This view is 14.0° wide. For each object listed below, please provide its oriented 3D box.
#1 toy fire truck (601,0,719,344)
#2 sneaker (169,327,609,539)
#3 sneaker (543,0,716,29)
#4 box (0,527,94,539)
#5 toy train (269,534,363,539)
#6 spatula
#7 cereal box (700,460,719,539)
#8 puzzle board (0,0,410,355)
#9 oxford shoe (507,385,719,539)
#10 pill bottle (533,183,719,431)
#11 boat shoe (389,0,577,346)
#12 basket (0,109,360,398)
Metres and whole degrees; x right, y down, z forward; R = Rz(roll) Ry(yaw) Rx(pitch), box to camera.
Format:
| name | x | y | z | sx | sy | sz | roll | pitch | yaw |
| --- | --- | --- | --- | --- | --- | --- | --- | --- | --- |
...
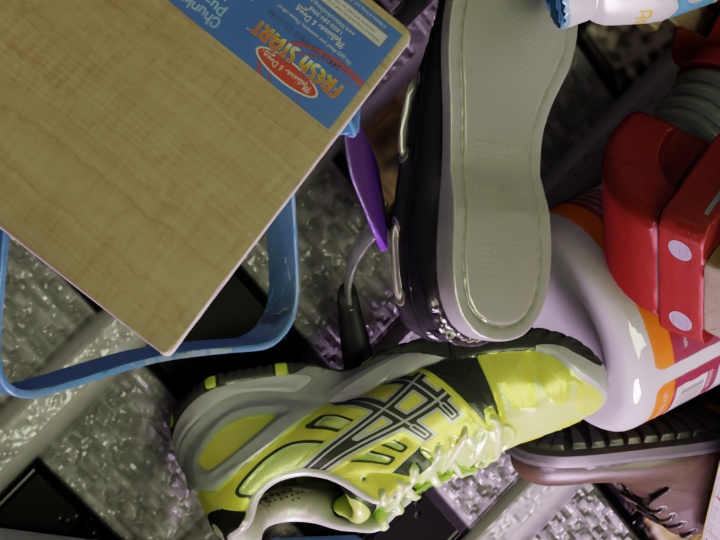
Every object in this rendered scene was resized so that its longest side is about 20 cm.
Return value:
| name | x | y | z | sx | sy | sz | roll | pitch | yaw |
| --- | --- | --- | --- | --- | --- | --- | --- | --- | --- |
| toy fire truck | 0.149 | -0.077 | 1.309 | 0.176 | 0.199 | 0.129 | -51 | 152 | -30 |
| sneaker | 0.017 | 0.080 | 1.323 | 0.199 | 0.077 | 0.076 | -12 | 147 | -4 |
| sneaker | 0.113 | -0.204 | 1.227 | 0.080 | 0.077 | 0.201 | -4 | 105 | -7 |
| box | -0.138 | 0.237 | 1.254 | 0.171 | 0.199 | 0.201 | 12 | 105 | -35 |
| toy train | -0.041 | 0.219 | 1.383 | 0.114 | 0.087 | 0.201 | 3 | 110 | -39 |
| spatula | 0.000 | 0.000 | 1.306 | 0.020 | 0.057 | 0.201 | -2 | 141 | -4 |
| cereal box | 0.236 | 0.064 | 1.405 | 0.143 | 0.040 | 0.201 | -29 | 147 | -25 |
| puzzle board | -0.103 | -0.088 | 1.082 | 0.200 | 0.017 | 0.151 | 38 | 85 | 0 |
| oxford shoe | 0.154 | 0.098 | 1.457 | 0.199 | 0.073 | 0.085 | 1 | 115 | -32 |
| pill bottle | 0.178 | -0.012 | 1.395 | 0.199 | 0.109 | 0.110 | -25 | 123 | -21 |
| boat shoe | 0.049 | -0.067 | 1.274 | 0.074 | 0.060 | 0.201 | 5 | 84 | -36 |
| basket | -0.088 | -0.057 | 1.174 | 0.176 | 0.139 | 0.201 | -13 | 112 | -50 |
